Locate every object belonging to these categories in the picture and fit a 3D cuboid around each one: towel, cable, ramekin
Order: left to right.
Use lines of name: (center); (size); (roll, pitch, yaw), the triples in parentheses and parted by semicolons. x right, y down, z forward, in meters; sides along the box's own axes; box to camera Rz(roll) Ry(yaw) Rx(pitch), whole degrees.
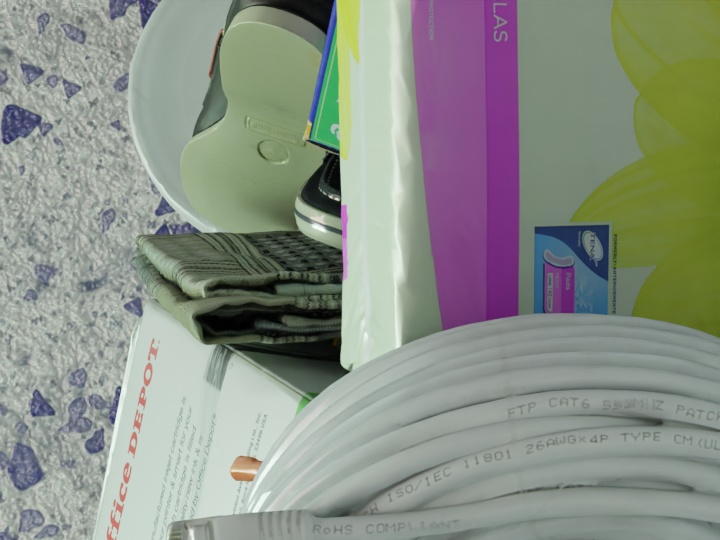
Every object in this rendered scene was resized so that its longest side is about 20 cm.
ramekin: (-0.033, -0.093, 1.047); (0.094, 0.200, 0.205); (78, -171, -74)
towel: (0.000, 0.000, 0.794); (0.200, 0.190, 0.035); (-148, 60, -72)
cable: (0.056, 0.107, 0.498); (0.069, 0.198, 0.201); (-96, -12, -58)

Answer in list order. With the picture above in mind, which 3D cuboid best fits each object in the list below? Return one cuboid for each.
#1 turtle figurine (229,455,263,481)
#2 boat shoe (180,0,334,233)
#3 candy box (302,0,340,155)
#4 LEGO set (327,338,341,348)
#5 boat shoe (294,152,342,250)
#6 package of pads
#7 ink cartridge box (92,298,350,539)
turtle figurine: (0.063, 0.102, 0.614); (0.065, 0.198, 0.163); (-65, -37, -61)
boat shoe: (-0.041, -0.080, 0.841); (0.202, 0.073, 0.064); (112, 178, -59)
candy box: (0.051, -0.159, 0.704); (0.201, 0.076, 0.170); (103, -170, -53)
LEGO set: (-0.012, 0.073, 0.923); (0.200, 0.115, 0.155); (-42, -49, -60)
boat shoe: (0.030, -0.061, 0.800); (0.200, 0.074, 0.063); (-38, -37, -53)
package of pads: (0.072, -0.069, 0.533); (0.068, 0.153, 0.202); (-174, 82, -71)
ink cartridge box: (-0.034, 0.108, 0.742); (0.200, 0.083, 0.148); (27, 105, 57)
